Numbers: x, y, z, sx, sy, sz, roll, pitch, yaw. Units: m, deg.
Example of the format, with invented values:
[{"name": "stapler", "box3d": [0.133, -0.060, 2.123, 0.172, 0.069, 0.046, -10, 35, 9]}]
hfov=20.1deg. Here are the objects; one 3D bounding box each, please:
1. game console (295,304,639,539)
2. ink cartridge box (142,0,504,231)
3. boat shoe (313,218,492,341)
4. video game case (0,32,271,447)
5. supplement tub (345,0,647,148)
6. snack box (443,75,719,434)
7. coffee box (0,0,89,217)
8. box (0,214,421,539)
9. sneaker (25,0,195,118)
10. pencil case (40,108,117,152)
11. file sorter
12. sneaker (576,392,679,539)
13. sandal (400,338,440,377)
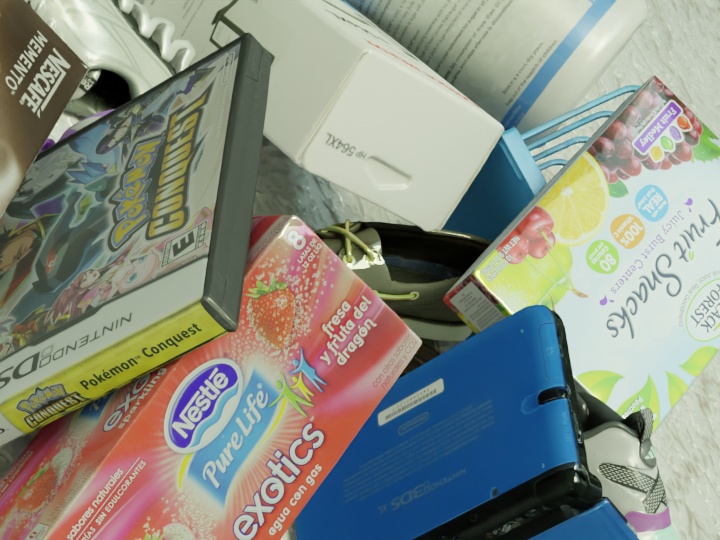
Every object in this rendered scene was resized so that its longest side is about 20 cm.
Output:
[{"name": "game console", "box3d": [0.072, 0.145, 1.116, 0.118, 0.199, 0.172, 29, 43, -39]}, {"name": "ink cartridge box", "box3d": [-0.026, -0.124, 1.275, 0.146, 0.085, 0.200, 23, 14, -47]}, {"name": "boat shoe", "box3d": [-0.001, -0.002, 1.253, 0.201, 0.060, 0.072, 7, 37, -35]}, {"name": "video game case", "box3d": [-0.127, -0.011, 0.984, 0.026, 0.180, 0.201, 47, 29, -32]}, {"name": "supplement tub", "box3d": [0.083, -0.191, 1.382, 0.200, 0.132, 0.132, 40, 29, 2]}, {"name": "snack box", "box3d": [0.164, -0.003, 1.224, 0.142, 0.053, 0.200, 45, 60, -2]}, {"name": "coffee box", "box3d": [-0.224, -0.072, 1.002, 0.113, 0.080, 0.200, 46, 31, -18]}, {"name": "box", "box3d": [-0.079, 0.077, 0.954, 0.095, 0.102, 0.200, 44, 71, -22]}, {"name": "sneaker", "box3d": [-0.175, -0.147, 1.170, 0.200, 0.075, 0.081, 43, 40, -24]}, {"name": "pencil case", "box3d": [-0.127, 0.004, 1.081, 0.085, 0.084, 0.201, 1, 50, -15]}, {"name": "file sorter", "box3d": [0.141, -0.019, 1.362, 0.122, 0.200, 0.139, -26, 81, -22]}, {"name": "sneaker", "box3d": [0.089, 0.109, 1.159, 0.078, 0.199, 0.141, -11, 95, -54]}, {"name": "sandal", "box3d": [0.038, 0.064, 1.299, 0.080, 0.057, 0.202, 27, 40, -43]}]
